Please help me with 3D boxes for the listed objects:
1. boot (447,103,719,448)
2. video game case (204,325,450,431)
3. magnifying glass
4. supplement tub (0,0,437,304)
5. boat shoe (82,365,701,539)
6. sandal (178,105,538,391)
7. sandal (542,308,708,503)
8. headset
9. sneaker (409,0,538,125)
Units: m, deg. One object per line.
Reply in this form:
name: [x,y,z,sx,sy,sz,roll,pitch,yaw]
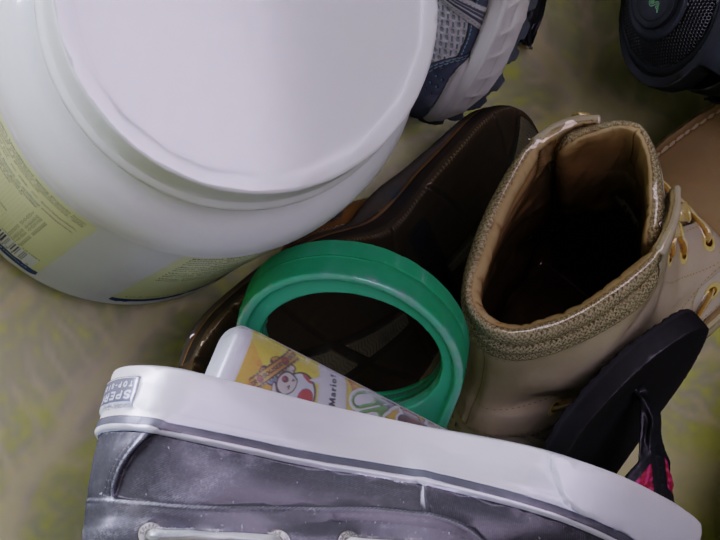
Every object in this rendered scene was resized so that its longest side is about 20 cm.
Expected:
boot: [0.106,-0.019,0.777,0.073,0.156,0.200,41,72,19]
video game case: [-0.002,0.147,0.675,0.181,0.023,0.201,28,71,-15]
magnifying glass: [0.010,0.064,0.737,0.079,0.201,0.023,-3,48,16]
supplement tub: [-0.064,-0.070,0.705,0.144,0.200,0.146,3,82,-19]
boat shoe: [0.011,0.085,0.641,0.198,0.072,0.068,15,73,-16]
sandal: [0.000,0.000,0.794,0.200,0.054,0.082,-45,124,-33]
sandal: [0.079,0.104,0.767,0.045,0.075,0.201,37,102,25]
headset: [0.140,-0.088,0.794,0.123,0.200,0.095,-6,125,-53]
sneaker: [0.030,-0.143,0.768,0.086,0.201,0.078,11,43,-9]
